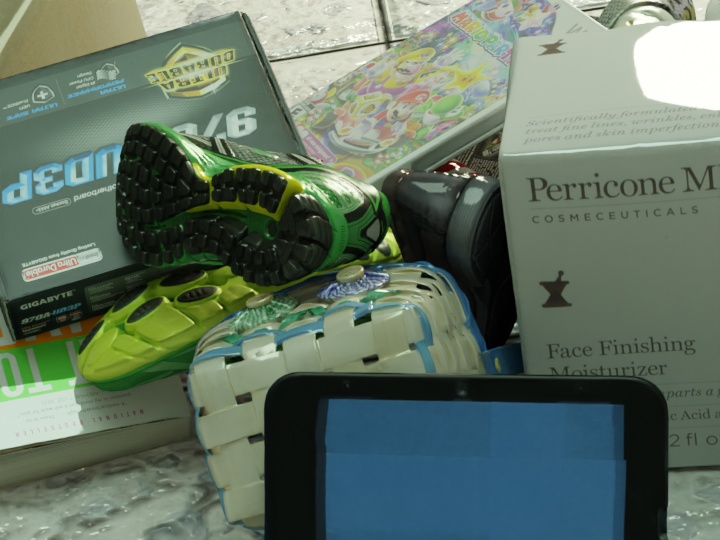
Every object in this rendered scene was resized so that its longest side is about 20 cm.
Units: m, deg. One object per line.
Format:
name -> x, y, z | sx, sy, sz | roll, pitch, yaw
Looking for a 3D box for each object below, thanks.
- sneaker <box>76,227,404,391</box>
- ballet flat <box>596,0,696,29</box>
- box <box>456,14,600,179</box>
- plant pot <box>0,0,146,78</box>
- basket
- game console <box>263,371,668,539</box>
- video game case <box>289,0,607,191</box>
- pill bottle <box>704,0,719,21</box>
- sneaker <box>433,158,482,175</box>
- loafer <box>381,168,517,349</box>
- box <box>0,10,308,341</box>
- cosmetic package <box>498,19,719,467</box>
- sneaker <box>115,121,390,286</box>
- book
sneaker -> -0.063, 0.036, 1.331 | 0.200, 0.084, 0.074 | -18, 29, -8
ballet flat -> 0.160, -0.109, 1.417 | 0.072, 0.072, 0.200 | 16, 63, 40
box -> 0.129, -0.076, 1.483 | 0.160, 0.044, 0.200 | 12, 58, 30
plant pot -> -0.278, -0.139, 1.675 | 0.199, 0.200, 0.177 | -1, 40, 16
basket -> -0.001, 0.069, 1.243 | 0.176, 0.139, 0.200 | -16, -7, 8
game console -> 0.042, 0.144, 1.084 | 0.200, 0.119, 0.171 | 0, 33, 11
video game case -> 0.047, -0.111, 1.430 | 0.200, 0.018, 0.143 | -31, 30, -7
pill bottle -> 0.270, -0.120, 1.434 | 0.113, 0.200, 0.113 | -4, 28, 2
sneaker -> 0.000, 0.000, 1.402 | 0.112, 0.071, 0.200 | 26, 67, 40
loafer -> 0.055, -0.010, 1.317 | 0.063, 0.200, 0.072 | 21, 73, 16
box -> -0.137, -0.059, 1.381 | 0.200, 0.046, 0.159 | -17, 59, -10
cosmetic package -> 0.170, -0.017, 1.276 | 0.165, 0.200, 0.165 | -5, 28, 10
sneaker -> -0.065, -0.033, 1.275 | 0.085, 0.078, 0.200 | -4, 17, -42
book -> -0.189, 0.025, 1.383 | 0.133, 0.048, 0.200 | -12, 58, -15
